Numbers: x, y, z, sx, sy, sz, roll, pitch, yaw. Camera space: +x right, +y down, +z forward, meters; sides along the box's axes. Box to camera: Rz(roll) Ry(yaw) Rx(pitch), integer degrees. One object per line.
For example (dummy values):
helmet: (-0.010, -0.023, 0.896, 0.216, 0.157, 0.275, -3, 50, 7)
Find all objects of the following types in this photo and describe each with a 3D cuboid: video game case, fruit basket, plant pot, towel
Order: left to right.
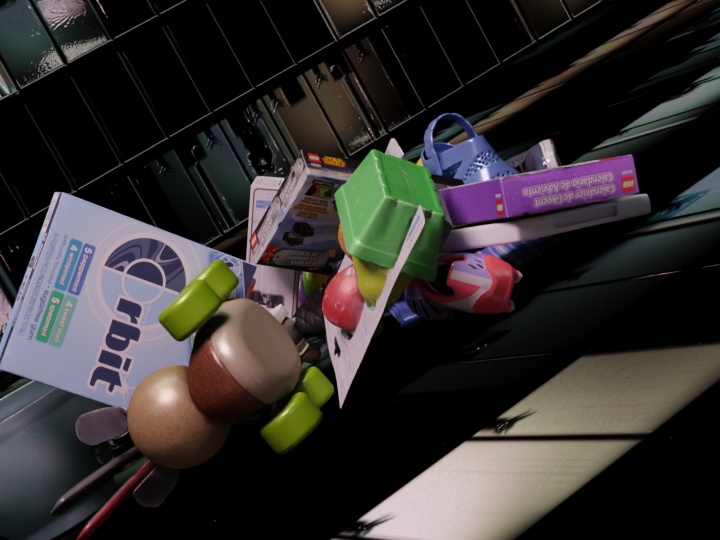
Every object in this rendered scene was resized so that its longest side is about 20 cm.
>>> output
plant pot: (-0.327, 0.196, 1.696, 0.200, 0.135, 0.200, -29, 8, 5)
fruit basket: (0.014, 0.001, 1.556, 0.093, 0.201, 0.185, 11, 25, -13)
towel: (0.120, -0.001, 1.743, 0.199, 0.024, 0.145, -30, 9, 0)
video game case: (0.148, -0.040, 1.620, 0.181, 0.023, 0.199, -12, 3, -38)

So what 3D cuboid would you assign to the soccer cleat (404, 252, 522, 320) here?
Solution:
soccer cleat: (0.078, 0.010, 1.578, 0.200, 0.076, 0.067, 0, 73, 67)

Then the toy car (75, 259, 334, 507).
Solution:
toy car: (-0.154, 0.122, 1.522, 0.200, 0.164, 0.158, -40, 5, 13)

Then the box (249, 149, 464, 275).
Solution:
box: (0.000, -0.052, 1.770, 0.199, 0.040, 0.137, 9, -47, -29)

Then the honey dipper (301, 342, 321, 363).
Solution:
honey dipper: (-0.133, 0.128, 1.802, 0.199, 0.038, 0.038, -26, 8, 5)

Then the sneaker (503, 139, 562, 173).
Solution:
sneaker: (0.159, -0.089, 1.908, 0.145, 0.077, 0.202, -19, -1, -2)

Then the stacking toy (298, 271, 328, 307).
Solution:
stacking toy: (-0.036, 0.020, 1.950, 0.200, 0.110, 0.116, -38, -7, 27)

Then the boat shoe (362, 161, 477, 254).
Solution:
boat shoe: (0.067, -0.068, 1.902, 0.075, 0.062, 0.200, -14, 34, -41)

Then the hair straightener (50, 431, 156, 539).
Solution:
hair straightener: (-0.229, 0.170, 1.622, 0.200, 0.077, 0.041, -45, -5, -33)

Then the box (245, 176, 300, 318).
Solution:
box: (-0.096, 0.001, 1.864, 0.060, 0.201, 0.117, 4, 10, -1)

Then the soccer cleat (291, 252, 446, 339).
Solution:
soccer cleat: (0.000, 0.000, 1.757, 0.199, 0.081, 0.068, -32, 31, 15)

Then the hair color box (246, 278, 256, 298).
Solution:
hair color box: (-0.186, 0.076, 1.706, 0.061, 0.101, 0.201, -52, -13, -56)

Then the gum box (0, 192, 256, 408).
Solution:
gum box: (-0.218, 0.041, 1.566, 0.045, 0.199, 0.171, 10, 80, 69)

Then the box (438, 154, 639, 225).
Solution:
box: (0.155, -0.072, 1.589, 0.136, 0.039, 0.200, -12, 2, -19)

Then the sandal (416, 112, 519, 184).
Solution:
sandal: (0.124, -0.107, 1.818, 0.079, 0.088, 0.200, -23, 38, -29)

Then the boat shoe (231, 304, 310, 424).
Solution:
boat shoe: (-0.107, 0.111, 1.680, 0.072, 0.060, 0.202, -34, 14, 36)
